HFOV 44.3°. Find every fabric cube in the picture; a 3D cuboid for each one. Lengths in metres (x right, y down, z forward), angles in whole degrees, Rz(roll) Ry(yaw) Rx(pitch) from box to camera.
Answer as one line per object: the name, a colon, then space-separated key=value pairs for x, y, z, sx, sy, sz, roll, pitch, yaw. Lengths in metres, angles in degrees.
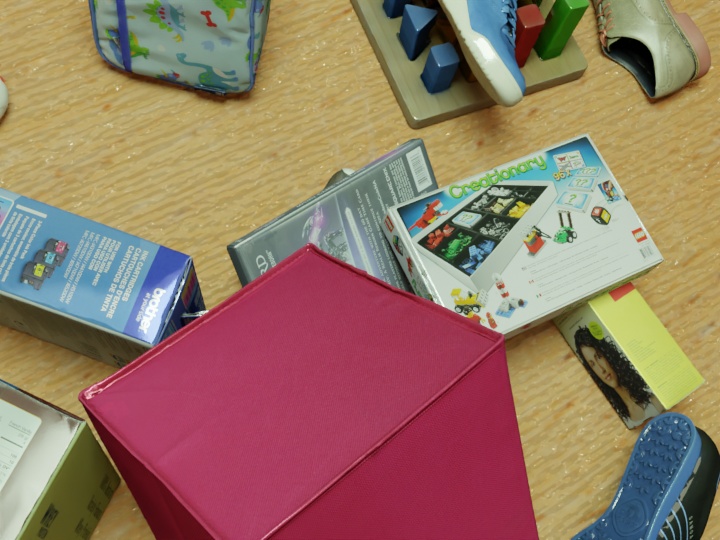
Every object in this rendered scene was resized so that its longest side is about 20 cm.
fabric cube: x=-0.025 y=0.137 z=0.565 sx=0.195 sy=0.201 sz=0.199 roll=-34 pitch=36 yaw=-25

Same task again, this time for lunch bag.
lunch bag: x=-0.155 y=-0.245 z=0.750 sx=0.158 sy=0.201 sz=0.083 roll=14 pitch=59 yaw=-4

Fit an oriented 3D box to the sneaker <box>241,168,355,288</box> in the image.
sneaker: x=-0.060 y=-0.008 z=0.738 sx=0.081 sy=0.077 sz=0.202 roll=20 pitch=66 yaw=7

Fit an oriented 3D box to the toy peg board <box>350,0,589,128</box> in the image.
toy peg board: x=0.106 y=-0.271 z=0.856 sx=0.197 sy=0.098 sz=0.202 roll=-19 pitch=71 yaw=-16

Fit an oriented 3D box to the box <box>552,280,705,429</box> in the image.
box: x=0.202 y=0.032 z=0.759 sx=0.050 sy=0.075 sz=0.201 roll=-28 pitch=73 yaw=-19

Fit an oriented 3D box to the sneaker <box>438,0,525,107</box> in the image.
sneaker: x=0.124 y=-0.247 z=0.771 sx=0.110 sy=0.077 sz=0.202 roll=-26 pitch=67 yaw=8

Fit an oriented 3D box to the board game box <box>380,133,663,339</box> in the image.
board game box: x=0.130 y=-0.023 z=0.709 sx=0.198 sy=0.035 sz=0.127 roll=-21 pitch=73 yaw=-19

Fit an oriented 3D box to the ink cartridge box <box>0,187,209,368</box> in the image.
ink cartridge box: x=-0.195 y=0.021 z=0.668 sx=0.197 sy=0.137 sz=0.077 roll=21 pitch=71 yaw=1

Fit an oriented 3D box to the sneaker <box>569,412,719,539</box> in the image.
sneaker: x=0.221 y=0.213 z=0.692 sx=0.078 sy=0.070 sz=0.201 roll=39 pitch=82 yaw=-30

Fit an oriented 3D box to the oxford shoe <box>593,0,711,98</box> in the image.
oxford shoe: x=0.266 y=-0.263 z=0.894 sx=0.074 sy=0.071 sz=0.201 roll=-31 pitch=74 yaw=-13

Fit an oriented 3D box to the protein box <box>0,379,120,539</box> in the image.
protein box: x=-0.269 y=0.178 z=0.559 sx=0.133 sy=0.199 sz=0.202 roll=25 pitch=66 yaw=2

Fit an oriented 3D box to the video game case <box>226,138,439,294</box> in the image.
video game case: x=0.000 y=0.000 z=0.709 sx=0.199 sy=0.019 sz=0.145 roll=-33 pitch=112 yaw=-31

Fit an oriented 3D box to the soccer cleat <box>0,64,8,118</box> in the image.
soccer cleat: x=-0.402 y=-0.173 z=0.757 sx=0.198 sy=0.069 sz=0.078 roll=22 pitch=69 yaw=-2
